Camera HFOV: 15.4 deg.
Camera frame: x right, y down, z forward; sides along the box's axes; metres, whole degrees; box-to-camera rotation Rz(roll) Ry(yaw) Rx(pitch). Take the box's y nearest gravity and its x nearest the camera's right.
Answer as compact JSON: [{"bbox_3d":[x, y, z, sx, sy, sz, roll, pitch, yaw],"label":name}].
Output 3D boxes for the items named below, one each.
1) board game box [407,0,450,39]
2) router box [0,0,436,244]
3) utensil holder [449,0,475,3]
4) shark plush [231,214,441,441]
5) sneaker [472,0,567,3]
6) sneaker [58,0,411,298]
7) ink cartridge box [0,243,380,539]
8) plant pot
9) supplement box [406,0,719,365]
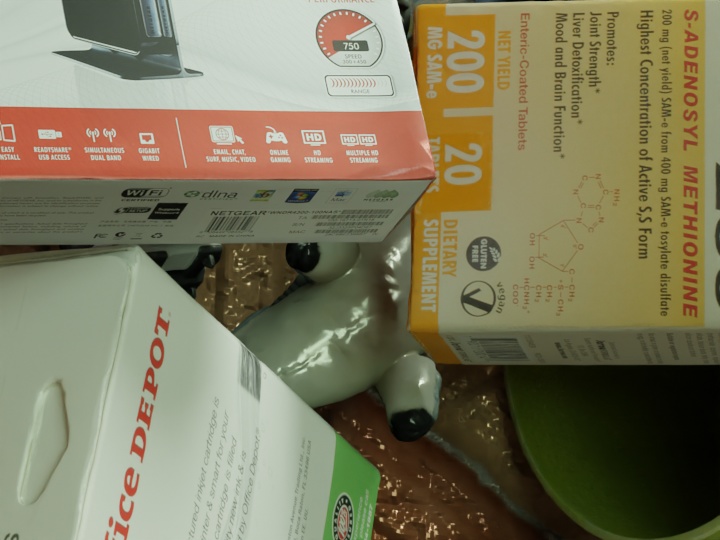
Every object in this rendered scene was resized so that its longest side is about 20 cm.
[{"bbox_3d":[-0.066,-0.149,1.073,0.200,0.134,0.034,30,59,-13],"label":"board game box"},{"bbox_3d":[-0.090,-0.098,0.888,0.200,0.049,0.180,-1,65,-24],"label":"router box"},{"bbox_3d":[0.097,-0.204,1.161,0.200,0.170,0.170,-13,77,-32],"label":"utensil holder"},{"bbox_3d":[0.000,0.000,1.078,0.091,0.083,0.200,50,40,-15],"label":"shark plush"},{"bbox_3d":[0.127,-0.132,1.068,0.200,0.078,0.066,-35,50,-10],"label":"sneaker"},{"bbox_3d":[-0.062,-0.064,1.018,0.066,0.200,0.091,-7,58,-50],"label":"sneaker"},{"bbox_3d":[-0.078,0.099,0.938,0.200,0.084,0.146,47,46,-51],"label":"ink cartridge box"},{"bbox_3d":[0.196,0.031,1.126,0.200,0.187,0.187,9,66,-37],"label":"plant pot"},{"bbox_3d":[0.120,-0.032,0.975,0.200,0.074,0.126,-1,77,10],"label":"supplement box"}]
